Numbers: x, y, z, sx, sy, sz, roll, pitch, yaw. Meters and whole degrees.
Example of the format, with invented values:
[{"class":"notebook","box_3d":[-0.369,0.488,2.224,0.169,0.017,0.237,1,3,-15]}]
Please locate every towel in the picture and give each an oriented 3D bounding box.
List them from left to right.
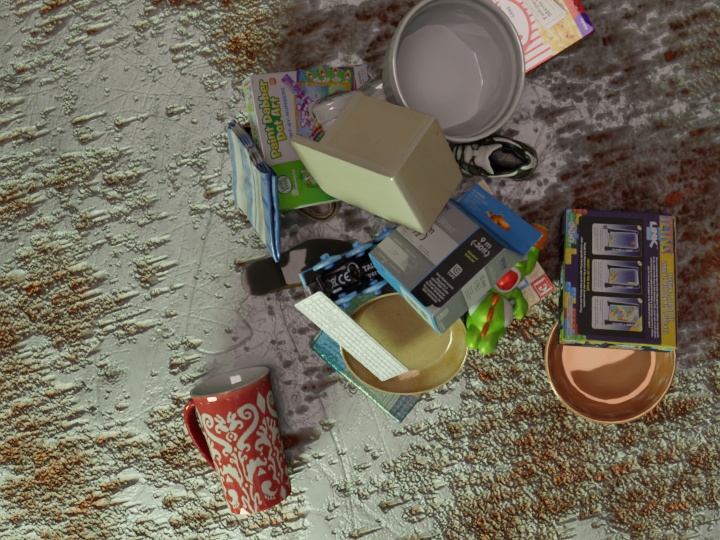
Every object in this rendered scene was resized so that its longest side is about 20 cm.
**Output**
[{"class":"towel","box_3d":[-0.161,-0.122,1.153,0.023,0.200,0.149,-13,126,-20]},{"class":"towel","box_3d":[0.032,0.130,1.244,0.199,0.022,0.147,39,99,1]}]

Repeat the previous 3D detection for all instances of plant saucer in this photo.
[{"class":"plant saucer","box_3d":[0.067,0.105,1.178,0.196,0.036,0.203,2,125,2]},{"class":"plant saucer","box_3d":[0.383,0.133,1.189,0.196,0.037,0.205,0,93,7]}]

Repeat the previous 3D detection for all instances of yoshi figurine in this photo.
[{"class":"yoshi figurine","box_3d":[0.201,0.024,1.129,0.111,0.111,0.203,16,81,45]}]

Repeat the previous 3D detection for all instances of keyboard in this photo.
[{"class":"keyboard","box_3d":[-0.011,0.100,1.137,0.056,0.011,0.200,-22,125,40]}]

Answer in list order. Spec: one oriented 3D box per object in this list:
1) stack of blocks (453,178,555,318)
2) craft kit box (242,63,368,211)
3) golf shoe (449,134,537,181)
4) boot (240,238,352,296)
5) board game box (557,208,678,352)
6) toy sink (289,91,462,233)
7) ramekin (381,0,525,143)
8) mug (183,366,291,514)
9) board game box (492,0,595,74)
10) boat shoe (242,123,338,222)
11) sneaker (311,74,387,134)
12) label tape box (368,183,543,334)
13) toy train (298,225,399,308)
[{"class":"stack of blocks","box_3d":[0.197,-0.025,1.190,0.114,0.059,0.202,-34,90,9]},{"class":"craft kit box","box_3d":[-0.067,-0.203,1.173,0.194,0.048,0.204,-12,93,-21]},{"class":"golf shoe","box_3d":[0.171,-0.181,1.165,0.196,0.094,0.079,5,96,9]},{"class":"boot","box_3d":[-0.096,-0.004,1.233,0.196,0.075,0.075,-12,87,-10]},{"class":"board game box","box_3d":[0.380,0.014,1.142,0.162,0.057,0.204,4,76,6]},{"class":"toy sink","box_3d":[0.023,-0.158,1.063,0.198,0.131,0.113,25,72,37]},{"class":"ramekin","box_3d":[0.122,-0.280,1.086,0.196,0.105,0.205,-1,94,-16]},{"class":"mug","box_3d":[-0.194,0.272,1.251,0.132,0.177,0.204,-18,97,-28]},{"class":"board game box","box_3d":[0.230,-0.372,1.165,0.198,0.046,0.153,-31,90,9]},{"class":"boat shoe","box_3d":[-0.115,-0.157,1.214,0.072,0.072,0.201,-40,88,8]},{"class":"sneaker","box_3d":[0.024,-0.237,1.161,0.197,0.078,0.101,-24,110,-19]},{"class":"label tape box","box_3d":[0.131,-0.034,1.060,0.200,0.066,0.143,-43,56,-5]},{"class":"toy train","box_3d":[0.000,0.000,1.164,0.197,0.114,0.088,-25,90,-17]}]
